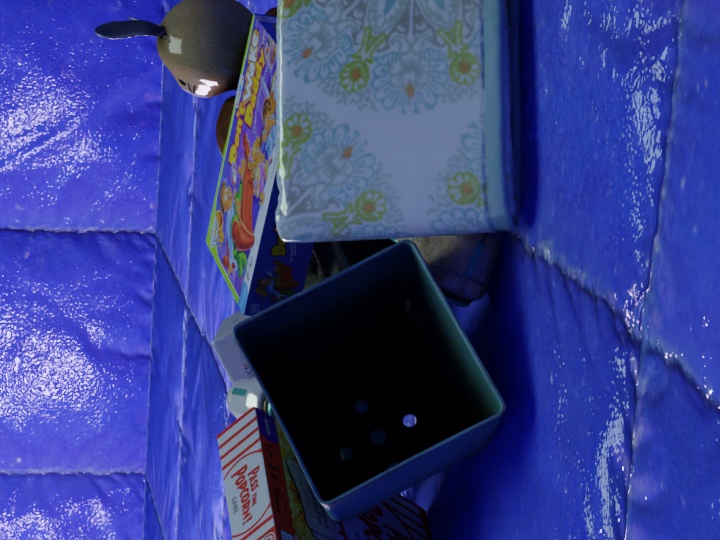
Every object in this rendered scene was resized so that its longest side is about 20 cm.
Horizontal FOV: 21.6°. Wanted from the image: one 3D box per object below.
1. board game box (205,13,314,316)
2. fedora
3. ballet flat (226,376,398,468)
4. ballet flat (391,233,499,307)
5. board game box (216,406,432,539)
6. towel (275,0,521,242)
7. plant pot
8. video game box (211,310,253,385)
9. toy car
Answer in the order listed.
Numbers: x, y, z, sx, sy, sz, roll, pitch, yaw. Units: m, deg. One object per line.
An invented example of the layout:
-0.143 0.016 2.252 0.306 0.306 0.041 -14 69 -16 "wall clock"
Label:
-0.066 -0.081 1.461 0.134 0.045 0.200 -124 43 -59 "board game box"
0.000 0.000 1.542 0.201 0.092 0.201 162 90 -79 "fedora"
-0.034 0.126 1.534 0.069 0.200 0.069 -19 58 33 "ballet flat"
0.061 -0.034 1.413 0.067 0.068 0.200 -66 24 12 "ballet flat"
-0.017 0.211 1.440 0.046 0.200 0.152 -39 38 21 "board game box"
0.026 -0.121 1.314 0.048 0.171 0.200 25 -116 -68 "towel"
0.010 0.097 1.364 0.141 0.141 0.200 61 174 17 "plant pot"
-0.077 0.127 1.778 0.200 0.047 0.182 -105 -10 -86 "video game box"
-0.126 -0.172 1.616 0.164 0.200 0.158 -44 -25 -74 "toy car"
